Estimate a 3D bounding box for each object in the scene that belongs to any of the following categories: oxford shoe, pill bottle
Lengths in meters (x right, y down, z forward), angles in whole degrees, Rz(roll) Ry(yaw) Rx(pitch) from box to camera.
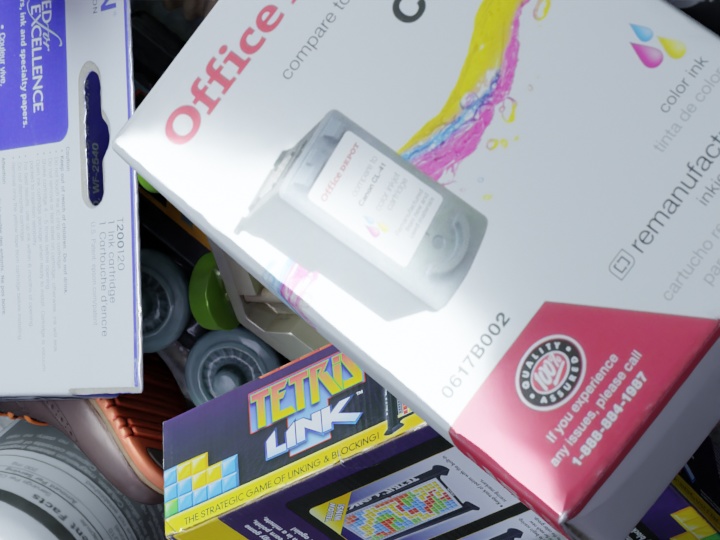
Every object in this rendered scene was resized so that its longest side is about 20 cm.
[{"bbox_3d":[-0.140,0.046,0.900,0.073,0.071,0.200,-51,52,10],"label":"oxford shoe"},{"bbox_3d":[-0.147,0.135,0.902,0.113,0.200,0.115,8,113,19],"label":"pill bottle"}]

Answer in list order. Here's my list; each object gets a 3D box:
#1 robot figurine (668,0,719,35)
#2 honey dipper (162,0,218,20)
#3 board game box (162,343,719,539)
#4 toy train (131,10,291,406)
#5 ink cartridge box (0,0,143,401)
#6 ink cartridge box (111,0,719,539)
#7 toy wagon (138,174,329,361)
[{"bbox_3d":[0.158,-0.112,0.717,0.199,0.125,0.151,25,111,10],"label":"robot figurine"},{"bbox_3d":[0.002,-0.087,0.849,0.199,0.038,0.038,28,118,7],"label":"honey dipper"},{"bbox_3d":[0.046,0.092,0.780,0.164,0.057,0.200,-24,137,22],"label":"board game box"},{"bbox_3d":[-0.068,-0.020,0.882,0.200,0.085,0.114,39,110,3],"label":"toy train"},{"bbox_3d":[-0.142,-0.045,0.828,0.199,0.043,0.200,-4,87,45],"label":"ink cartridge box"},{"bbox_3d":[0.042,-0.029,0.644,0.200,0.086,0.148,38,91,22],"label":"ink cartridge box"},{"bbox_3d":[0.000,0.000,0.791,0.154,0.040,0.201,3,128,31],"label":"toy wagon"}]
